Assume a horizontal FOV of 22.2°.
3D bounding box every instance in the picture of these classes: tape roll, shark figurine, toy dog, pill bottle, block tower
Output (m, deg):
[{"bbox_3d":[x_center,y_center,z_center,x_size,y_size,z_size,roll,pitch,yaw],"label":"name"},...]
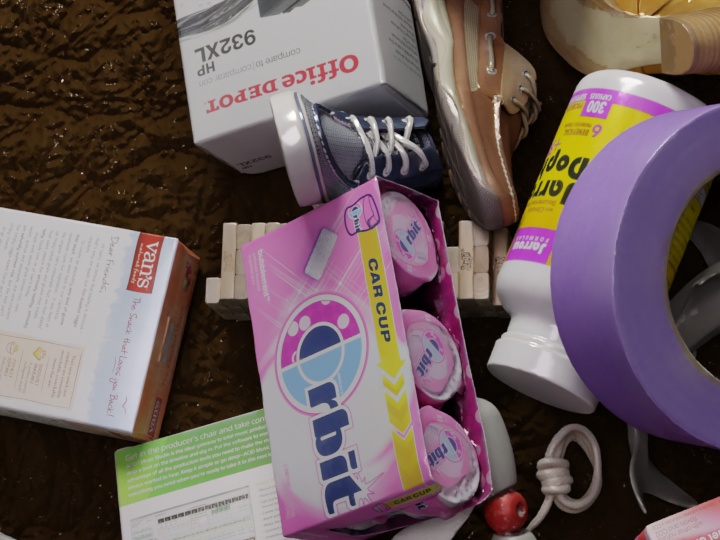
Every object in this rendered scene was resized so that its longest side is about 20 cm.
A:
[{"bbox_3d":[0.216,0.004,1.060,0.198,0.085,0.202,0,91,-19],"label":"tape roll"},{"bbox_3d":[0.210,0.040,1.138,0.128,0.090,0.215,41,85,20],"label":"shark figurine"},{"bbox_3d":[0.079,0.188,1.125,0.096,0.131,0.202,-22,61,46],"label":"toy dog"},{"bbox_3d":[0.150,-0.017,1.151,0.104,0.104,0.201,20,77,16],"label":"pill bottle"},{"bbox_3d":[0.000,0.000,1.210,0.198,0.054,0.058,-2,74,11],"label":"block tower"}]

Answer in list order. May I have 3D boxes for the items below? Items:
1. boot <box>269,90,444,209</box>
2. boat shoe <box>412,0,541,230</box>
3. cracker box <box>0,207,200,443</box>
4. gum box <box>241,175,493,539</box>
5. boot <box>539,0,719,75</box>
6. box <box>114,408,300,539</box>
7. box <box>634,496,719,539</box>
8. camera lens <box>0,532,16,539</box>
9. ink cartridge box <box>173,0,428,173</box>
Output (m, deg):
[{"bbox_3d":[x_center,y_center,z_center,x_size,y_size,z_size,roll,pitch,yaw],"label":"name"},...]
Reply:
[{"bbox_3d":[0.001,-0.079,1.154,0.090,0.200,0.073,-16,84,5],"label":"boot"},{"bbox_3d":[0.083,-0.116,1.195,0.071,0.076,0.201,-10,57,-1],"label":"boat shoe"},{"bbox_3d":[-0.221,0.033,1.247,0.198,0.058,0.135,10,78,15],"label":"cracker box"},{"bbox_3d":[0.002,0.062,1.099,0.113,0.066,0.202,-25,64,33],"label":"gum box"},{"bbox_3d":[0.221,-0.165,1.195,0.143,0.201,0.071,-11,112,-25],"label":"boot"},{"bbox_3d":[-0.077,0.186,1.157,0.143,0.036,0.201,-16,55,8],"label":"box"},{"bbox_3d":[0.259,0.166,1.057,0.199,0.103,0.095,-19,71,-13],"label":"box"},{"bbox_3d":[-0.315,0.216,1.165,0.199,0.160,0.161,22,81,17],"label":"camera lens"},{"bbox_3d":[-0.047,-0.185,1.241,0.144,0.084,0.202,-15,73,20],"label":"ink cartridge box"}]
